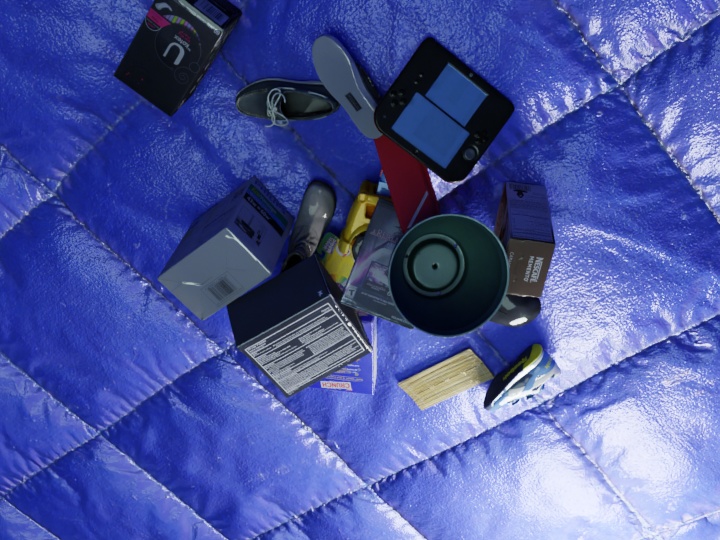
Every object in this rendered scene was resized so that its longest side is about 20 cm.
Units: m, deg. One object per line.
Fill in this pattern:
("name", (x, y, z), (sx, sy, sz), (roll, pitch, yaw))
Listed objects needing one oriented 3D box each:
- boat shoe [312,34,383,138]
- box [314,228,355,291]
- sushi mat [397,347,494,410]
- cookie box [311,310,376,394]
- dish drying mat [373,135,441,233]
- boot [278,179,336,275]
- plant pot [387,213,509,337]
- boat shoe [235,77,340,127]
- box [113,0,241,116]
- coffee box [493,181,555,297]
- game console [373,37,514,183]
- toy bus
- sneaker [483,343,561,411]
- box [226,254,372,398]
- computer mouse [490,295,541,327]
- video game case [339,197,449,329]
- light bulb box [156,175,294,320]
("boat shoe", (-0.014, -0.321, 1.339), (0.068, 0.057, 0.200), (-19, 117, 33))
("box", (0.000, 0.000, 1.557), (0.199, 0.048, 0.118), (27, 125, -10))
("sushi mat", (0.187, 0.240, 1.698), (0.199, 0.012, 0.096), (-30, 111, 27))
("cookie box", (-0.051, 0.161, 1.657), (0.170, 0.075, 0.201), (5, 124, 9))
("dish drying mat", (0.081, -0.167, 1.359), (0.076, 0.018, 0.201), (-20, 73, 13))
("boot", (-0.104, -0.062, 1.483), (0.069, 0.132, 0.201), (18, 125, 0))
("plant pot", (0.136, -0.001, 1.309), (0.199, 0.134, 0.202), (-1, 99, -6))
("boat shoe", (-0.133, -0.296, 1.376), (0.199, 0.062, 0.075), (4, 126, 9))
("box", (-0.313, -0.387, 1.326), (0.122, 0.106, 0.200), (35, 124, -12))
("coffee box", (0.284, -0.057, 1.363), (0.079, 0.200, 0.115), (8, 125, 3))
("game console", (0.139, -0.267, 1.320), (0.200, 0.031, 0.177), (35, 99, -13))
("toy bus", (0.075, -0.101, 1.437), (0.199, 0.136, 0.193), (15, 110, -1))
("sneaker", (0.338, 0.243, 1.634), (0.082, 0.074, 0.200), (33, 125, -14))
("box", (-0.114, 0.107, 1.469), (0.199, 0.124, 0.199), (-29, 136, 5))
("computer mouse", (0.262, 0.067, 1.543), (0.199, 0.053, 0.139), (16, 124, 1))
("video game case", (0.063, -0.011, 1.382), (0.142, 0.019, 0.201), (21, 97, -5))
("light bulb box", (-0.253, -0.044, 1.485), (0.198, 0.200, 0.125), (-31, 114, 27))
